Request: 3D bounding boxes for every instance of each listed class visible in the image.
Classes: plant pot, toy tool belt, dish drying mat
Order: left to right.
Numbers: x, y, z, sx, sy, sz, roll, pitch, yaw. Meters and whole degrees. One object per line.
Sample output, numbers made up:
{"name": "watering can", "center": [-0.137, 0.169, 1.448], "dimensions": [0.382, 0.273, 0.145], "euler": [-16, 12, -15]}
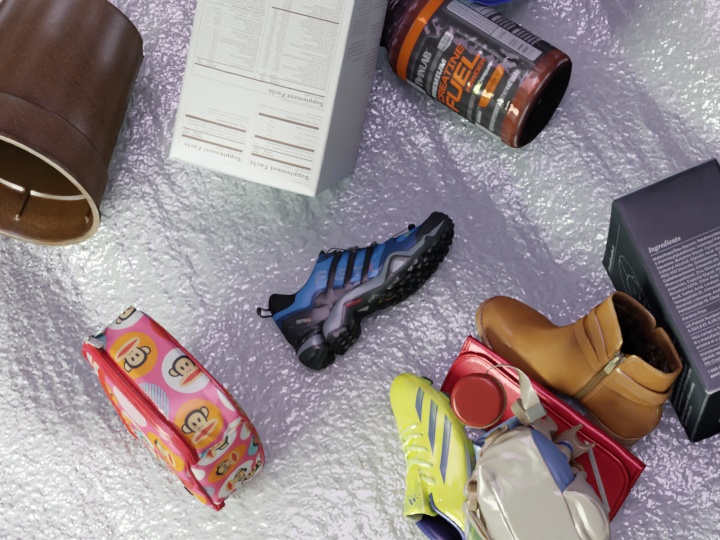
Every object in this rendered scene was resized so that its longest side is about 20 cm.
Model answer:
{"name": "plant pot", "center": [-0.310, -0.161, 1.715], "dimensions": [0.198, 0.201, 0.200], "euler": [14, 63, 10]}
{"name": "toy tool belt", "center": [0.145, 0.176, 1.552], "dimensions": [0.124, 0.123, 0.201], "euler": [-30, 87, 12]}
{"name": "dish drying mat", "center": [0.162, 0.144, 1.613], "dimensions": [0.199, 0.077, 0.018], "euler": [36, 38, 16]}

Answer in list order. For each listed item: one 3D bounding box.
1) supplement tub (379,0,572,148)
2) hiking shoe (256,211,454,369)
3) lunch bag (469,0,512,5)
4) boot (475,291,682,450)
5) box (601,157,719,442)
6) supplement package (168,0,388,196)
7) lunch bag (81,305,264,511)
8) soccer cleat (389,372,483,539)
{"name": "supplement tub", "center": [0.101, -0.211, 1.737], "dimensions": [0.199, 0.107, 0.107], "euler": [33, 75, 17]}
{"name": "hiking shoe", "center": [0.000, 0.000, 1.679], "dimensions": [0.200, 0.074, 0.087], "euler": [-39, 71, -10]}
{"name": "lunch bag", "center": [0.112, -0.353, 1.746], "dimensions": [0.170, 0.124, 0.199], "euler": [43, 48, 21]}
{"name": "boot", "center": [0.194, 0.066, 1.586], "dimensions": [0.076, 0.156, 0.200], "euler": [-30, 68, -27]}
{"name": "box", "center": [0.309, 0.029, 1.601], "dimensions": [0.106, 0.149, 0.201], "euler": [-22, 69, -4]}
{"name": "supplement package", "center": [-0.073, -0.195, 1.676], "dimensions": [0.149, 0.152, 0.202], "euler": [15, 105, 11]}
{"name": "lunch bag", "center": [-0.172, 0.115, 1.582], "dimensions": [0.082, 0.200, 0.176], "euler": [-41, 68, -13]}
{"name": "soccer cleat", "center": [0.067, 0.184, 1.601], "dimensions": [0.083, 0.065, 0.201], "euler": [-19, 70, -21]}
